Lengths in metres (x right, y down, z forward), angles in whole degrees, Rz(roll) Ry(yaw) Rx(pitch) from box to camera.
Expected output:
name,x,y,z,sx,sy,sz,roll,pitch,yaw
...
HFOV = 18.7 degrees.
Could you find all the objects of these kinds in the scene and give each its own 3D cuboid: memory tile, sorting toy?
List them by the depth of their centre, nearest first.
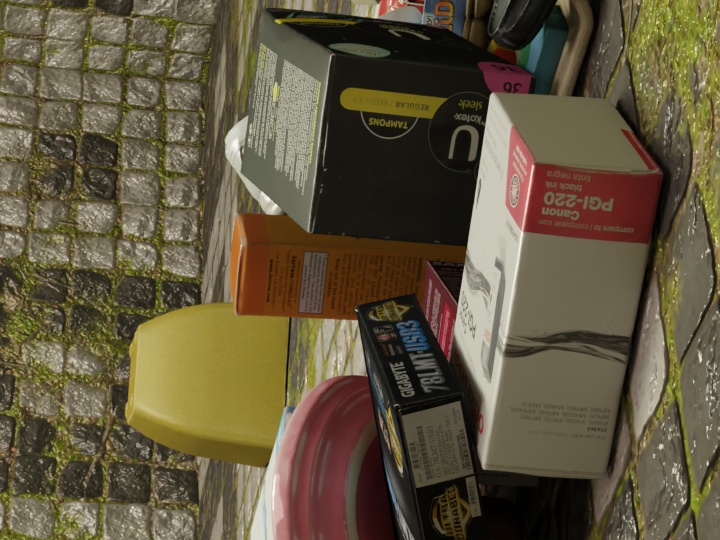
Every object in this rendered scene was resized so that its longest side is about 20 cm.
name,x,y,z,sx,sy,sz,roll,pitch,yaw
sorting toy,0.117,-0.146,1.556,0.186,0.036,0.201,-100,17,-56
memory tile,0.086,-0.148,1.695,0.153,0.017,0.202,-53,-30,-80

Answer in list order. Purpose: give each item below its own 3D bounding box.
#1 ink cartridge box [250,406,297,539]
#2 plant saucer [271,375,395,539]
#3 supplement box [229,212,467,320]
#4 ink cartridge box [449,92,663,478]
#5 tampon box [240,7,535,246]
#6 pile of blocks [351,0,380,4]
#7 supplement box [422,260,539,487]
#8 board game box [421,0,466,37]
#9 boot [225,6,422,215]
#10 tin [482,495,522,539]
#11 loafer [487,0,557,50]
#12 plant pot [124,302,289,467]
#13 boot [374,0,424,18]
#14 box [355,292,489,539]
name,x,y,z,sx,sy,sz,roll,pitch,yaw
ink cartridge box,-0.007,0.229,1.783,0.201,0.145,0.147,108,163,-52
plant saucer,0.010,0.175,1.581,0.200,0.050,0.202,17,-110,-56
supplement box,0.000,0.000,1.695,0.067,0.198,0.069,-107,21,-66
ink cartridge box,0.115,0.007,1.345,0.146,0.084,0.202,-108,23,-67
tampon box,0.014,-0.104,1.548,0.200,0.149,0.127,-139,55,-67
pile of blocks,0.055,-0.264,1.639,0.062,0.199,0.083,50,-160,-49
supplement box,0.085,0.070,1.563,0.200,0.060,0.110,-119,34,-72
board game box,0.075,-0.239,1.729,0.135,0.034,0.202,-24,-59,-84
boot,-0.011,-0.119,1.763,0.096,0.200,0.073,58,-164,19
tin,0.088,0.251,1.528,0.112,0.041,0.201,101,170,-53
loafer,0.113,-0.247,1.440,0.068,0.070,0.202,-139,64,-73
plant pot,-0.208,0.147,2.889,0.194,0.198,0.197,129,144,-73
boot,0.049,-0.249,1.853,0.144,0.072,0.202,74,-157,-85
box,0.046,0.140,1.436,0.200,0.049,0.200,-114,14,-70
